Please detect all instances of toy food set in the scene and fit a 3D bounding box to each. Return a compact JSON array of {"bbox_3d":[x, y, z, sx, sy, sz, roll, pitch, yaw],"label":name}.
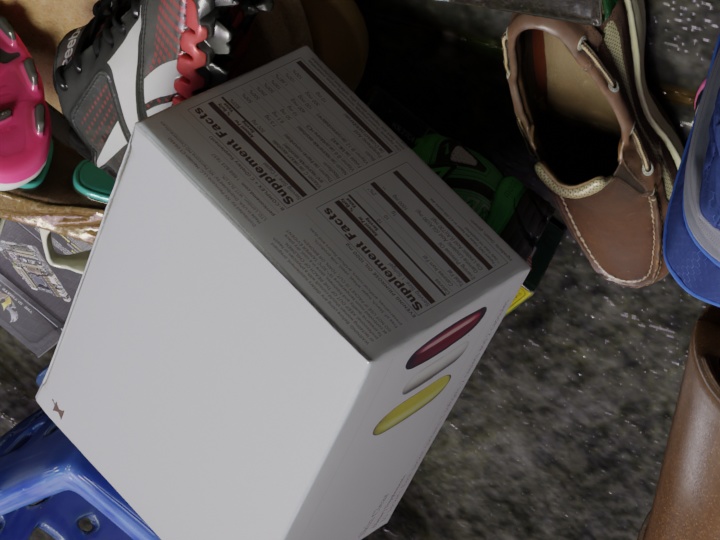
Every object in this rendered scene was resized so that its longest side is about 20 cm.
[{"bbox_3d":[-0.107,-0.136,1.238,0.200,0.049,0.198,-18,121,44],"label":"toy food set"}]

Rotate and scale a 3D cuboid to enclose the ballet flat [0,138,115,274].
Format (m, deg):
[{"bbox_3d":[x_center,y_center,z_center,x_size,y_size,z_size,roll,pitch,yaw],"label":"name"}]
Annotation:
[{"bbox_3d":[-0.163,-0.036,1.302,0.200,0.068,0.072,17,125,-7],"label":"ballet flat"}]

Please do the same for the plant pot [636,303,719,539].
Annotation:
[{"bbox_3d":[0.226,0.111,1.200,0.200,0.200,0.198,15,131,18],"label":"plant pot"}]

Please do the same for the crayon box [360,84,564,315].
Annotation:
[{"bbox_3d":[0.000,0.000,1.317,0.127,0.051,0.200,38,140,-10],"label":"crayon box"}]

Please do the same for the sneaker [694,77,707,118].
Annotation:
[{"bbox_3d":[0.224,-0.022,1.104,0.200,0.087,0.074,35,148,18],"label":"sneaker"}]

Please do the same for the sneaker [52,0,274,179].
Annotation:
[{"bbox_3d":[-0.097,-0.103,1.167,0.098,0.071,0.201,24,145,6],"label":"sneaker"}]

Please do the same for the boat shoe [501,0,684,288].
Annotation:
[{"bbox_3d":[0.104,-0.059,1.167,0.075,0.075,0.202,4,135,29],"label":"boat shoe"}]

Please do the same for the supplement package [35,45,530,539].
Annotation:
[{"bbox_3d":[-0.042,0.031,1.149,0.156,0.111,0.200,45,138,19],"label":"supplement package"}]

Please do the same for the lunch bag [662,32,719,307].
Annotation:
[{"bbox_3d":[0.206,-0.057,1.005,0.136,0.200,0.132,21,144,3],"label":"lunch bag"}]

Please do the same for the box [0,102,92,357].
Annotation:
[{"bbox_3d":[-0.209,-0.055,1.391,0.200,0.048,0.158,40,141,-12],"label":"box"}]

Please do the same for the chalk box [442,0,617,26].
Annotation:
[{"bbox_3d":[0.053,-0.219,0.987,0.125,0.124,0.200,12,137,23],"label":"chalk box"}]

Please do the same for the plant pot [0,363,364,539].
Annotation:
[{"bbox_3d":[-0.109,0.134,1.431,0.200,0.180,0.200,43,139,-16],"label":"plant pot"}]

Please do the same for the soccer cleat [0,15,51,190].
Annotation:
[{"bbox_3d":[-0.223,-0.113,1.255,0.200,0.070,0.086,54,149,14],"label":"soccer cleat"}]

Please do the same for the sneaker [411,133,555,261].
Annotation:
[{"bbox_3d":[0.008,-0.002,1.221,0.085,0.078,0.200,43,131,-5],"label":"sneaker"}]
